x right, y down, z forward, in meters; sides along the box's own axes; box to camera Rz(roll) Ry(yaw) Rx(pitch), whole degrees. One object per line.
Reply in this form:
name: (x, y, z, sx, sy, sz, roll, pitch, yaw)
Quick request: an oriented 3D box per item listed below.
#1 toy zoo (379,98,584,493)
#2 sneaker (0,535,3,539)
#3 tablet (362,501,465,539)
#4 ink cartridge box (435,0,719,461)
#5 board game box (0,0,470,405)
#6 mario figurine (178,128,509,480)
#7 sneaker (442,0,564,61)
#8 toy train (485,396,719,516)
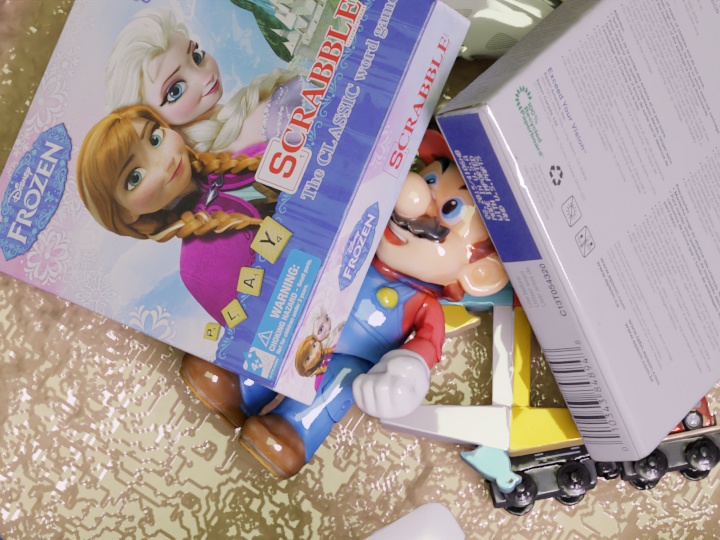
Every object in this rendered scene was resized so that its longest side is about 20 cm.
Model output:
toy zoo: (0.077, 0.012, 1.404, 0.131, 0.020, 0.200, 1, 78, 3)
sneaker: (-0.213, 0.106, 1.357, 0.200, 0.077, 0.111, 21, 92, 4)
tablet: (-0.016, 0.207, 1.248, 0.200, 0.014, 0.130, -30, 87, -9)
ink cartridge box: (0.141, -0.041, 1.369, 0.200, 0.043, 0.197, -41, 114, -40)
board game box: (-0.072, -0.062, 1.348, 0.199, 0.041, 0.200, 20, 86, 31)
mario figurine: (0.000, 0.000, 1.344, 0.123, 0.106, 0.200, 44, 88, -5)
sneaker: (0.014, -0.109, 1.406, 0.200, 0.076, 0.116, 22, 85, 7)
toy train: (0.160, 0.084, 1.417, 0.200, 0.034, 0.046, -11, 74, -6)
